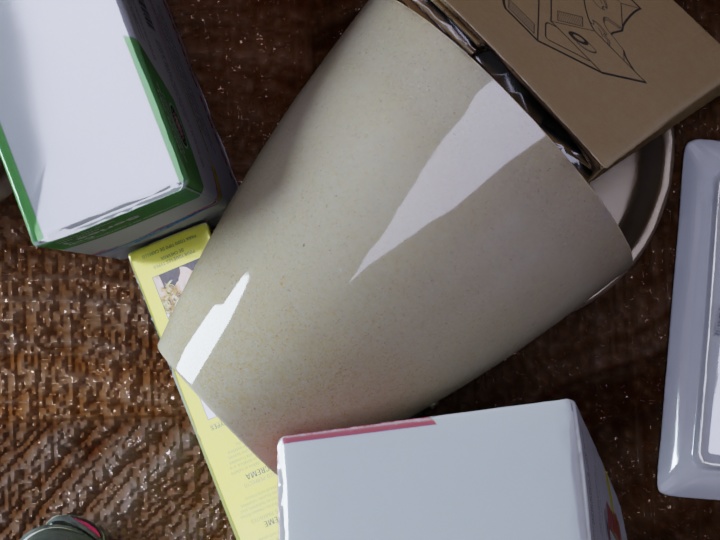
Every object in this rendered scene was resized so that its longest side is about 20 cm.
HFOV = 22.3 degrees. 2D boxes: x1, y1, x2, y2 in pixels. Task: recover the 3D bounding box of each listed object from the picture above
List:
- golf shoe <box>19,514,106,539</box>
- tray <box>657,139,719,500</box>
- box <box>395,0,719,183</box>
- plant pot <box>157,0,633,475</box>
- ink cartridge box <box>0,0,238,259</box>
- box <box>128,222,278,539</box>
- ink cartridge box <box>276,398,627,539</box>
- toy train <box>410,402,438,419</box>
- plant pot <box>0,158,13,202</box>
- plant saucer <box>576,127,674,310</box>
[{"bbox_3d":[-0.112,0.214,0.987,0.199,0.088,0.078,36,87,1],"label":"golf shoe"},{"bbox_3d":[0.227,0.030,1.020,0.106,0.022,0.202,5,87,2],"label":"tray"},{"bbox_3d":[0.104,-0.132,0.948,0.163,0.200,0.021,45,124,10],"label":"box"},{"bbox_3d":[0.000,0.000,0.914,0.200,0.187,0.187,-44,87,-3],"label":"plant pot"},{"bbox_3d":[-0.133,-0.088,0.946,0.083,0.200,0.146,-22,87,3],"label":"ink cartridge box"},{"bbox_3d":[-0.067,0.078,0.999,0.050,0.075,0.202,-22,86,-2],"label":"box"},{"bbox_3d":[0.054,0.138,0.903,0.144,0.200,0.084,-9,67,11],"label":"ink cartridge box"},{"bbox_3d":[0.023,0.058,1.019,0.046,0.034,0.200,-44,87,-11],"label":"toy train"},{"bbox_3d":[-0.302,-0.087,0.971,0.174,0.200,0.202,-28,87,18],"label":"plant pot"},{"bbox_3d":[0.076,-0.068,1.025,0.198,0.029,0.203,0,88,1],"label":"plant saucer"}]
